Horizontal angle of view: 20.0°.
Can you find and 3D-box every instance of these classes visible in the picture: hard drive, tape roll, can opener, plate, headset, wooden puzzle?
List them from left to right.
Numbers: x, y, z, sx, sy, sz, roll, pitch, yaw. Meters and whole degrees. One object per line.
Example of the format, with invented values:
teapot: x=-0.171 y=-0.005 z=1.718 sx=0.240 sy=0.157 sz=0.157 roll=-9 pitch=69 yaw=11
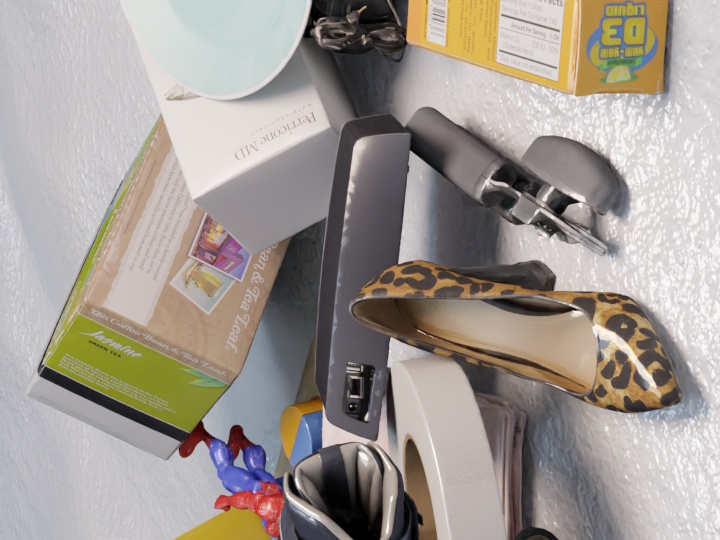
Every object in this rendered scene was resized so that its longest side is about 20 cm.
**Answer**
plate: x=-0.098 y=-0.218 z=1.397 sx=0.199 sy=0.026 sz=0.202 roll=15 pitch=113 yaw=39
wooden puzzle: x=-0.027 y=0.183 z=1.589 sx=0.200 sy=0.046 sz=0.186 roll=60 pitch=146 yaw=39
headset: x=-0.014 y=-0.204 z=1.411 sx=0.200 sy=0.093 sz=0.124 roll=-118 pitch=32 yaw=-51
hard drive: x=0.000 y=0.000 z=1.352 sx=0.135 sy=0.042 sz=0.201 roll=-116 pitch=32 yaw=-78
tape roll: x=0.054 y=0.153 z=1.276 sx=0.203 sy=0.037 sz=0.204 roll=171 pitch=90 yaw=-81
can opener: x=0.099 y=-0.067 z=1.285 sx=0.067 sy=0.053 sz=0.200 roll=-57 pitch=36 yaw=7

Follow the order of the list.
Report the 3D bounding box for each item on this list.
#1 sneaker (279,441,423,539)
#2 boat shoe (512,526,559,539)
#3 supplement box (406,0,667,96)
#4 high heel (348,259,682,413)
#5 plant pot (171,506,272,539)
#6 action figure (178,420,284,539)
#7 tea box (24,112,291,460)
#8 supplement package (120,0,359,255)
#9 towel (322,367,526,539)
sneaker: x=-0.014 y=0.153 z=1.298 sx=0.202 sy=0.077 sz=0.147 roll=-131 pitch=21 yaw=-57
boat shoe: x=0.124 y=0.257 z=1.268 sx=0.060 sy=0.075 sz=0.201 roll=112 pitch=141 yaw=-55
supplement box: x=0.102 y=-0.151 z=1.220 sx=0.200 sy=0.066 sz=0.069 roll=32 pitch=121 yaw=57
high heel: x=0.088 y=0.046 z=1.208 sx=0.200 sy=0.142 sz=0.072 roll=37 pitch=128 yaw=56
plant pot: x=-0.127 y=0.345 z=1.670 sx=0.177 sy=0.199 sz=0.201 roll=49 pitch=147 yaw=25
action figure: x=-0.078 y=0.172 z=1.568 sx=0.200 sy=0.065 sz=0.052 roll=32 pitch=103 yaw=59
tea box: x=-0.149 y=0.009 z=1.603 sx=0.197 sy=0.133 sz=0.201 roll=-48 pitch=19 yaw=55
supplement package: x=-0.080 y=-0.136 z=1.490 sx=0.117 sy=0.116 sz=0.201 roll=45 pitch=-160 yaw=-61
towel: x=0.043 y=0.167 z=1.422 sx=0.199 sy=0.032 sz=0.192 roll=14 pitch=108 yaw=50
